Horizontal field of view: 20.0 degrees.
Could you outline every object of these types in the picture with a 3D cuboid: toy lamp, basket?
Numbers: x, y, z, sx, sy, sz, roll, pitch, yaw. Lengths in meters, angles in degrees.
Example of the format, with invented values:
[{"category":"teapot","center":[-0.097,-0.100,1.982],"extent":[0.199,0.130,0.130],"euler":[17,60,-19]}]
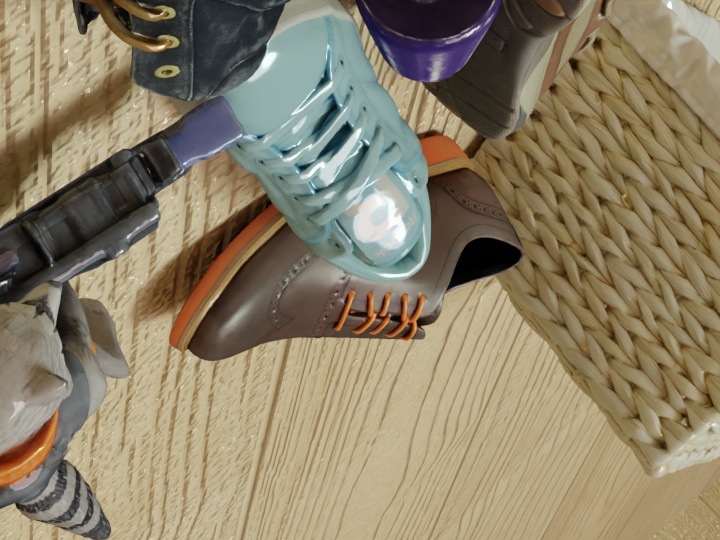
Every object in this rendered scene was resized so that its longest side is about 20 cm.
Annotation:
[{"category":"toy lamp","center":[0.025,-0.130,0.702],"extent":[0.058,0.058,0.200],"euler":[-38,160,-17]},{"category":"basket","center":[0.171,-0.021,1.057],"extent":[0.161,0.201,0.198],"euler":[-43,164,17]}]

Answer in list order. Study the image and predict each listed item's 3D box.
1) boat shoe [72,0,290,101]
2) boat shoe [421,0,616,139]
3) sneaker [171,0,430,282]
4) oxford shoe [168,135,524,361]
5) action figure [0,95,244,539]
[{"category":"boat shoe","center":[-0.059,-0.091,0.566],"extent":[0.091,0.071,0.200],"euler":[-56,162,21]},{"category":"boat shoe","center":[0.073,-0.128,0.797],"extent":[0.072,0.076,0.200],"euler":[-40,172,-23]},{"category":"sneaker","center":[-0.007,-0.046,0.773],"extent":[0.074,0.082,0.200],"euler":[-45,161,1]},{"category":"oxford shoe","center":[0.000,0.000,0.910],"extent":[0.199,0.073,0.071],"euler":[-29,158,-41]},{"category":"action figure","center":[-0.106,0.035,0.701],"extent":[0.199,0.105,0.194],"euler":[-34,175,-8]}]
